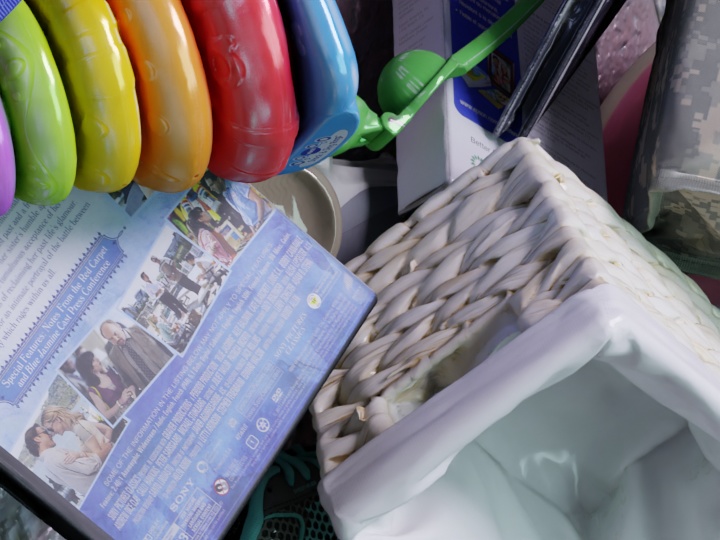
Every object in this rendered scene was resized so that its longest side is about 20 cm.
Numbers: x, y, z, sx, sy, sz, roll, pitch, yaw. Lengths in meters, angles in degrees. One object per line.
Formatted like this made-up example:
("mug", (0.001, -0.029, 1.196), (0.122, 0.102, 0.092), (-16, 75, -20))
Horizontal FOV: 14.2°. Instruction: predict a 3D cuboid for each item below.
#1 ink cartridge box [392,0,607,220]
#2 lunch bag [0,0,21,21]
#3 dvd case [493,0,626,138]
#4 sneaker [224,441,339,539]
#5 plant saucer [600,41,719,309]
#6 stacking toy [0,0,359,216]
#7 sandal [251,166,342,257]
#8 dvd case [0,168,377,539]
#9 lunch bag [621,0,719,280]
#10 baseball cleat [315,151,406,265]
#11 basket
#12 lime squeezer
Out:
("ink cartridge box", (0.056, -0.088, 1.179), (0.095, 0.037, 0.200), (29, 46, -35))
("lunch bag", (-0.159, -0.157, 0.858), (0.170, 0.127, 0.200), (63, 40, -39))
("dvd case", (0.118, -0.149, 1.151), (0.149, 0.016, 0.200), (-62, 175, 36))
("sneaker", (-0.028, 0.098, 1.134), (0.200, 0.078, 0.091), (-49, 129, -38))
("plant saucer", (0.159, -0.046, 1.256), (0.051, 0.200, 0.201), (36, 68, -31))
("stacking toy", (-0.109, -0.059, 0.925), (0.200, 0.116, 0.110), (-20, 84, -21))
("sandal", (-0.085, 0.006, 1.023), (0.200, 0.054, 0.080), (-20, 108, -28))
("dvd case", (-0.103, 0.000, 0.971), (0.200, 0.018, 0.143), (41, 61, -14))
("lunch bag", (0.215, -0.067, 1.128), (0.118, 0.200, 0.164), (108, -4, -74))
("baseball cleat", (0.000, 0.000, 1.164), (0.200, 0.070, 0.107), (8, 97, -44))
("basket", (0.082, 0.065, 1.094), (0.136, 0.123, 0.200), (-37, 130, 15))
("lime squeezer", (0.001, -0.077, 1.090), (0.200, 0.071, 0.038), (-9, 148, -25))
